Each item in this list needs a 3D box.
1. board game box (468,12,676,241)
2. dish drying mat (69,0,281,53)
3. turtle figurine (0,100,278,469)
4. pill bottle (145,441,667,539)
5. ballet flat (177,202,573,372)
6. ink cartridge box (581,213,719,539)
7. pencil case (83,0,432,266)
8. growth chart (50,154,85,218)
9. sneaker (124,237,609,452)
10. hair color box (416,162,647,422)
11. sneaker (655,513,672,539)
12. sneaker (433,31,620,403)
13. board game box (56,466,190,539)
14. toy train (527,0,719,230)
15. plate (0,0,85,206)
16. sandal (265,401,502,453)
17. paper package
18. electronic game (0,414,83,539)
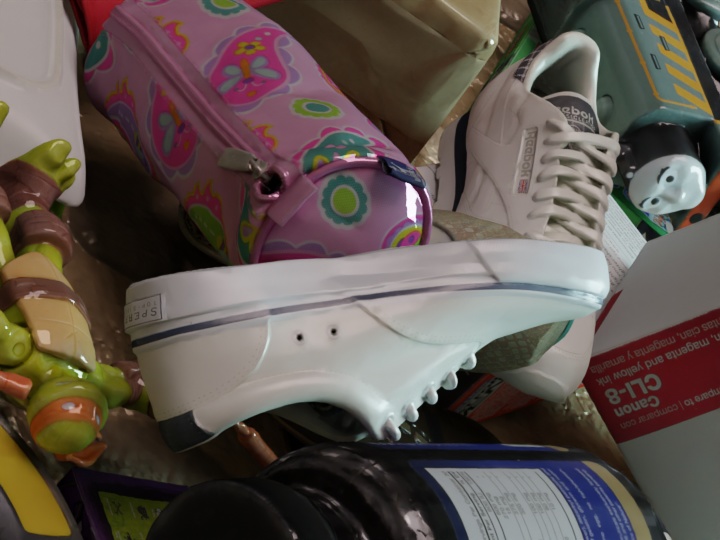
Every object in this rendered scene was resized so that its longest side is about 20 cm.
[{"bbox_3d":[0.138,-0.086,1.587,0.135,0.029,0.200,40,30,-4],"label":"board game box"},{"bbox_3d":[-0.047,-0.160,1.302,0.200,0.018,0.077,-19,92,-28],"label":"dish drying mat"},{"bbox_3d":[-0.119,0.016,1.087,0.200,0.064,0.162,22,36,-42],"label":"turtle figurine"},{"bbox_3d":[0.016,0.118,1.044,0.200,0.112,0.112,5,47,-48],"label":"pill bottle"},{"bbox_3d":[0.000,0.000,1.213,0.200,0.068,0.062,17,11,41],"label":"ballet flat"},{"bbox_3d":[0.218,0.075,1.304,0.200,0.144,0.145,61,28,-12],"label":"ink cartridge box"},{"bbox_3d":[-0.045,-0.053,1.180,0.087,0.088,0.200,19,19,-35],"label":"pencil case"},{"bbox_3d":[-0.205,-0.051,1.146,0.200,0.018,0.145,30,33,-20],"label":"growth chart"},{"bbox_3d":[0.005,0.029,1.070,0.200,0.073,0.071,-7,87,-25],"label":"sneaker"},{"bbox_3d":[0.062,0.006,1.345,0.111,0.064,0.200,54,30,15],"label":"hair color box"},{"bbox_3d":[0.138,0.161,1.218,0.199,0.080,0.130,13,49,-26],"label":"sneaker"},{"bbox_3d":[0.079,-0.027,1.265,0.076,0.080,0.200,29,35,-27],"label":"sneaker"},{"bbox_3d":[-0.039,0.166,1.053,0.120,0.032,0.200,11,43,-39],"label":"board game box"},{"bbox_3d":[0.162,-0.101,1.534,0.114,0.085,0.200,10,44,-26],"label":"toy train"},{"bbox_3d":[-0.197,-0.129,1.214,0.200,0.032,0.200,29,25,-21],"label":"plate"},{"bbox_3d":[0.004,0.075,1.204,0.200,0.055,0.082,35,31,-42],"label":"sandal"},{"bbox_3d":[-0.024,-0.175,1.434,0.190,0.103,0.200,33,31,-18],"label":"paper package"},{"bbox_3d":[-0.175,0.089,0.976,0.200,0.042,0.200,31,32,-22],"label":"electronic game"}]
